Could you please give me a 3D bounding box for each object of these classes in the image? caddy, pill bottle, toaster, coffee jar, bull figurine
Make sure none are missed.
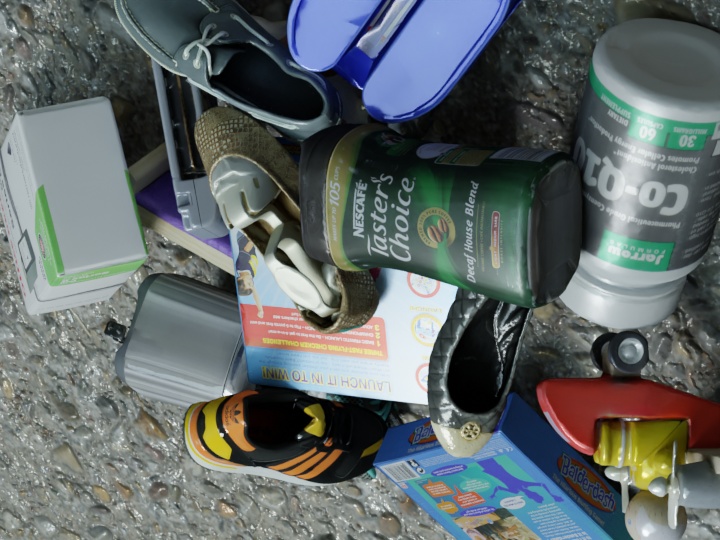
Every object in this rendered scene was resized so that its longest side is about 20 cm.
[{"bbox_3d":[0.037,-0.203,1.204,0.141,0.105,0.200,35,121,-6],"label":"caddy"},{"bbox_3d":[0.198,-0.064,1.174,0.113,0.113,0.200,26,133,21],"label":"pill bottle"},{"bbox_3d":[-0.123,0.072,1.483,0.129,0.114,0.200,15,172,22],"label":"toaster"},{"bbox_3d":[0.050,-0.042,1.171,0.200,0.085,0.105,11,115,33],"label":"coffee jar"},{"bbox_3d":[-0.027,-0.143,1.329,0.121,0.065,0.200,-24,108,39],"label":"bull figurine"}]

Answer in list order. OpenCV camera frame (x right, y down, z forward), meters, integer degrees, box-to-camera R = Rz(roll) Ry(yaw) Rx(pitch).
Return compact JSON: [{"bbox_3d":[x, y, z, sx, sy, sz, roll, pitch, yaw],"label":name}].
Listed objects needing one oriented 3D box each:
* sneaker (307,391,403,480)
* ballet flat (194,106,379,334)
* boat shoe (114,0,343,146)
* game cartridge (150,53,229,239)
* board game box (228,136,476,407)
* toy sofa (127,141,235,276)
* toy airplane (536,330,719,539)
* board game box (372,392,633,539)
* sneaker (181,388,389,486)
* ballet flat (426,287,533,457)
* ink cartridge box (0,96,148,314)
[{"bbox_3d":[-0.001,0.113,1.501,0.091,0.078,0.200,20,136,5],"label":"sneaker"},{"bbox_3d":[-0.061,-0.035,1.255,0.200,0.065,0.070,49,124,-2],"label":"ballet flat"},{"bbox_3d":[-0.099,-0.164,1.263,0.200,0.073,0.062,35,178,1],"label":"boat shoe"},{"bbox_3d":[-0.136,-0.128,1.357,0.041,0.133,0.200,-11,87,6],"label":"game cartridge"},{"bbox_3d":[0.000,0.000,1.315,0.200,0.056,0.196,6,116,23],"label":"board game box"},{"bbox_3d":[-0.102,-0.049,1.443,0.200,0.083,0.098,29,135,19],"label":"toy sofa"},{"bbox_3d":[0.243,0.139,1.231,0.199,0.141,0.200,16,173,42],"label":"toy airplane"},{"bbox_3d":[0.132,0.193,1.418,0.152,0.045,0.200,-20,124,44],"label":"board game box"},{"bbox_3d":[-0.042,0.134,1.382,0.090,0.200,0.070,-22,66,49],"label":"sneaker"},{"bbox_3d":[0.093,0.052,1.237,0.057,0.066,0.200,-124,43,-59],"label":"ballet flat"},{"bbox_3d":[-0.259,-0.052,1.485,0.200,0.084,0.146,148,108,-69],"label":"ink cartridge box"}]
